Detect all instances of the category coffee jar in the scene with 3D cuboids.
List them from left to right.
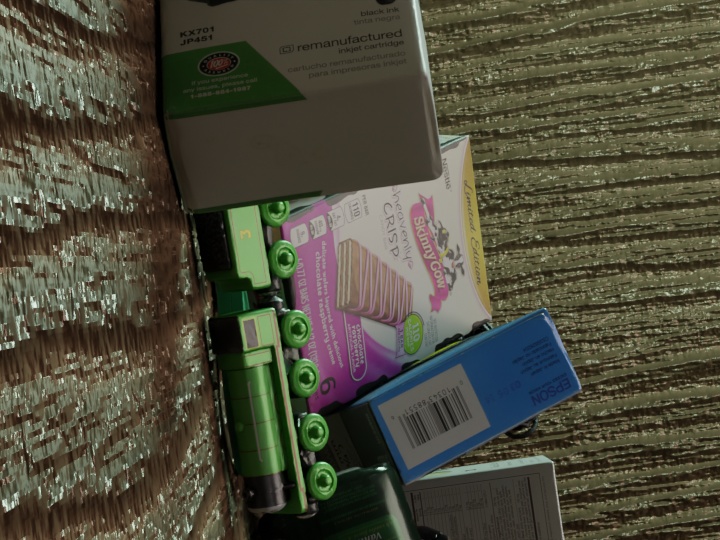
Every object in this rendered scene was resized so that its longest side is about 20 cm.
[{"bbox_3d":[0.011,0.226,1.309,0.200,0.085,0.104,68,-23,12],"label":"coffee jar"}]

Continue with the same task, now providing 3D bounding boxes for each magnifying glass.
[{"bbox_3d":[-0.077,0.023,1.284,0.080,0.022,0.200,61,23,-84],"label":"magnifying glass"}]

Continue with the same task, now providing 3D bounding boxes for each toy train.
[{"bbox_3d":[-0.057,0.047,1.221,0.056,0.042,0.200,-12,93,-44],"label":"toy train"}]

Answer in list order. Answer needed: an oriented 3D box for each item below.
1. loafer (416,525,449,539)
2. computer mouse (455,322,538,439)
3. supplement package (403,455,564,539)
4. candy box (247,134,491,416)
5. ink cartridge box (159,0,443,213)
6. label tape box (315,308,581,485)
[{"bbox_3d":[0.003,0.193,1.429,0.200,0.072,0.063,-11,-76,57],"label":"loafer"},{"bbox_3d":[0.024,0.097,1.554,0.140,0.200,0.046,-105,170,-55],"label":"computer mouse"},{"bbox_3d":[0.055,0.228,1.620,0.152,0.200,0.151,58,24,-86],"label":"supplement package"},{"bbox_3d":[0.000,0.000,1.395,0.200,0.061,0.137,-28,116,-47],"label":"candy box"},{"bbox_3d":[-0.038,-0.138,1.207,0.083,0.146,0.200,79,3,-47],"label":"ink cartridge box"},{"bbox_3d":[0.040,0.095,1.441,0.063,0.144,0.200,64,-22,0],"label":"label tape box"}]
